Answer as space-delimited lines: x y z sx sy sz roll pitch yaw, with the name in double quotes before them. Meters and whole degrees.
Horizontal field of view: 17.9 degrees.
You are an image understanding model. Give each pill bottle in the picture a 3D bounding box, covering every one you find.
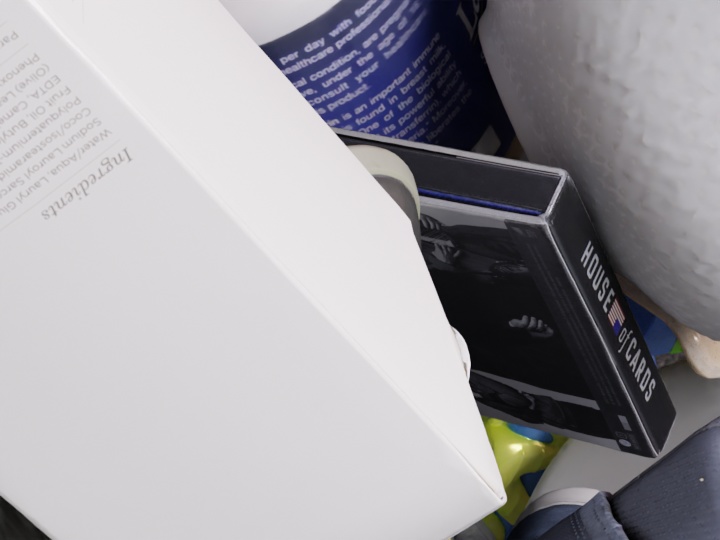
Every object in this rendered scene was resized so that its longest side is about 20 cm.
"pill bottle" -0.021 -0.097 0.790 0.200 0.115 0.116 54 4 -48

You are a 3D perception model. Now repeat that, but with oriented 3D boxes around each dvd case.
"dvd case" 0.000 0.000 0.794 0.199 0.025 0.150 13 -27 30

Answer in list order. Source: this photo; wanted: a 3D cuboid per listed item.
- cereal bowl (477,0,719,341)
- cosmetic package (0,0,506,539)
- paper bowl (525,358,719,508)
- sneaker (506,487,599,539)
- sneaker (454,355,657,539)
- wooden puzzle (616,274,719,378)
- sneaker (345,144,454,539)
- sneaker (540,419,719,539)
"cereal bowl" 0.096 -0.061 0.768 0.201 0.083 0.200 60 13 -23
"cosmetic package" -0.062 -0.019 0.475 0.200 0.085 0.108 49 14 -35
"paper bowl" 0.142 0.116 0.934 0.104 0.201 0.201 42 9 -22
"sneaker" 0.074 0.184 0.744 0.146 0.077 0.203 -25 100 -75
"sneaker" 0.085 0.079 1.044 0.201 0.104 0.076 102 -30 -46
"wooden puzzle" 0.105 -0.019 0.937 0.200 0.046 0.185 41 25 28
"sneaker" -0.001 0.042 0.698 0.200 0.074 0.107 83 -13 -68
"sneaker" 0.043 0.090 0.530 0.077 0.146 0.202 54 3 -10
